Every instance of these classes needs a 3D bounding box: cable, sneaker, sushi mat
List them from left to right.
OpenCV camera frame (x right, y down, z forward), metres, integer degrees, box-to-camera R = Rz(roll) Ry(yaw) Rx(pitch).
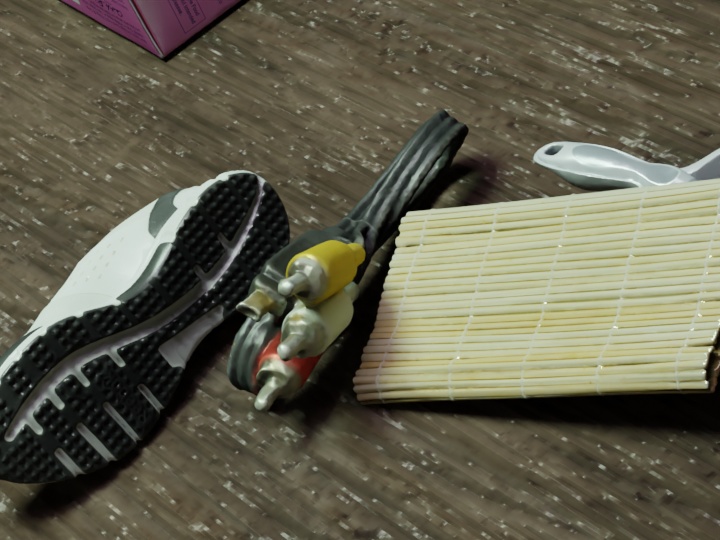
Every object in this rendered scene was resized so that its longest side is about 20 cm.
[{"bbox_3d":[-0.119,0.031,1.321,0.200,0.074,0.080,-43,23,-29],"label":"sneaker"},{"bbox_3d":[0.000,0.000,1.289,0.050,0.097,0.200,31,39,18],"label":"cable"},{"bbox_3d":[0.082,0.010,1.192,0.199,0.012,0.096,-5,61,43],"label":"sushi mat"}]

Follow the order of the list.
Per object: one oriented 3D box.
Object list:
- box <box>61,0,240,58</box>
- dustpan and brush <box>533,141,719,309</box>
[{"bbox_3d":[-0.101,-0.239,1.622,0.200,0.097,0.176,-39,36,-15],"label":"box"},{"bbox_3d":[0.161,-0.024,1.193,0.199,0.057,0.140,9,48,43],"label":"dustpan and brush"}]
